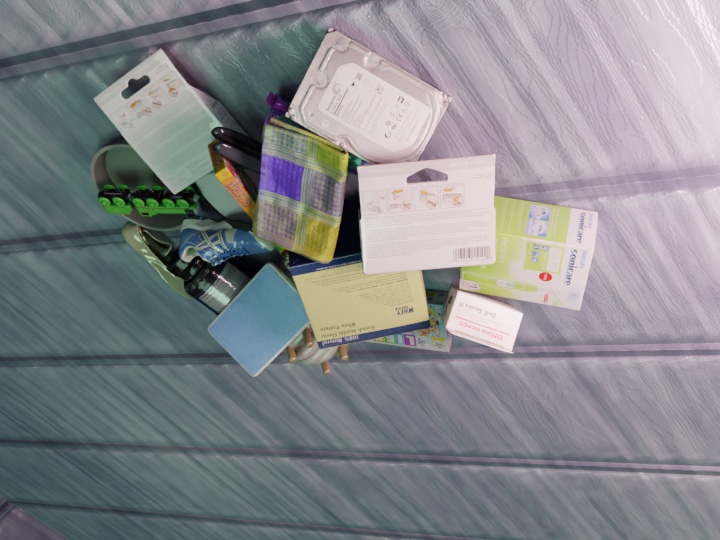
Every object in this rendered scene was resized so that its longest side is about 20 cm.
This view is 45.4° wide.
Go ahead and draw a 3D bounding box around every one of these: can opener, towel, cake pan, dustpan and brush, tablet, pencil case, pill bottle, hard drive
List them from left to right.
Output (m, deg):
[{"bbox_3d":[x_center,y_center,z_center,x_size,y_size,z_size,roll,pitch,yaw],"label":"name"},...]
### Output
[{"bbox_3d":[-0.379,-0.154,1.523,0.198,0.037,0.201,12,140,10],"label":"cake pan"},{"bbox_3d":[-0.258,0.022,1.612,0.200,0.112,0.112,39,137,-20],"label":"pill bottle"},{"bbox_3d":[-0.187,-0.105,1.495,0.138,0.057,0.201,-4,128,28],"label":"dustpan and brush"},{"bbox_3d":[-0.154,-0.171,1.337,0.078,0.064,0.199,-35,153,25],"label":"can opener"},{"bbox_3d":[-0.179,0.091,1.558,0.130,0.014,0.200,45,116,-1],"label":"tablet"},{"bbox_3d":[-0.091,-0.110,1.262,0.143,0.023,0.201,24,128,15],"label":"towel"},{"bbox_3d":[-0.048,-0.201,1.295,0.198,0.086,0.093,17,153,4],"label":"pencil case"},{"bbox_3d":[0.011,-0.231,1.212,0.199,0.038,0.141,29,101,-7],"label":"hard drive"}]

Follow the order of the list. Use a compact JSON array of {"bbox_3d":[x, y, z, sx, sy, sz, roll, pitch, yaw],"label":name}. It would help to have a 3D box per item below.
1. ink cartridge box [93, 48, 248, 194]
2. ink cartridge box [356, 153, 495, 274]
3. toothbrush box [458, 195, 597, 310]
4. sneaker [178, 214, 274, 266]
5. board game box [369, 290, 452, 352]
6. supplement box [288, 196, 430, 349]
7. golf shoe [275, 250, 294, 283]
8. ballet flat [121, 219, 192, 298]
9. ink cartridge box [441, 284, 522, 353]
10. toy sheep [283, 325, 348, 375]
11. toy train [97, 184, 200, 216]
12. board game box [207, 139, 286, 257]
[{"bbox_3d":[-0.300,-0.239,1.370,0.159,0.047,0.200,-26,116,26],"label":"ink cartridge box"},{"bbox_3d":[0.095,-0.086,1.246,0.198,0.045,0.178,-5,120,-1],"label":"ink cartridge box"},{"bbox_3d":[0.261,-0.030,1.358,0.198,0.087,0.146,10,139,10],"label":"toothbrush box"},{"bbox_3d":[-0.231,-0.044,1.485,0.198,0.078,0.076,6,162,32],"label":"sneaker"},{"bbox_3d":[0.067,0.087,1.609,0.198,0.034,0.135,5,138,17],"label":"board game box"},{"bbox_3d":[0.000,0.000,1.420,0.198,0.135,0.201,-11,134,6],"label":"supplement box"},{"bbox_3d":[-0.099,-0.015,1.549,0.091,0.076,0.200,11,144,-13],"label":"golf shoe"},{"bbox_3d":[-0.371,-0.025,1.649,0.069,0.070,0.200,-20,126,38],"label":"ballet flat"},{"bbox_3d":[0.200,0.078,1.428,0.116,0.068,0.200,19,-176,1],"label":"ink cartridge box"},{"bbox_3d":[-0.097,0.117,1.628,0.137,0.139,0.199,-18,146,37],"label":"toy sheep"},{"bbox_3d":[-0.366,-0.120,1.498,0.198,0.042,0.057,3,147,19],"label":"toy train"},{"bbox_3d":[-0.172,-0.111,1.367,0.030,0.096,0.201,-30,129,5],"label":"board game box"}]
